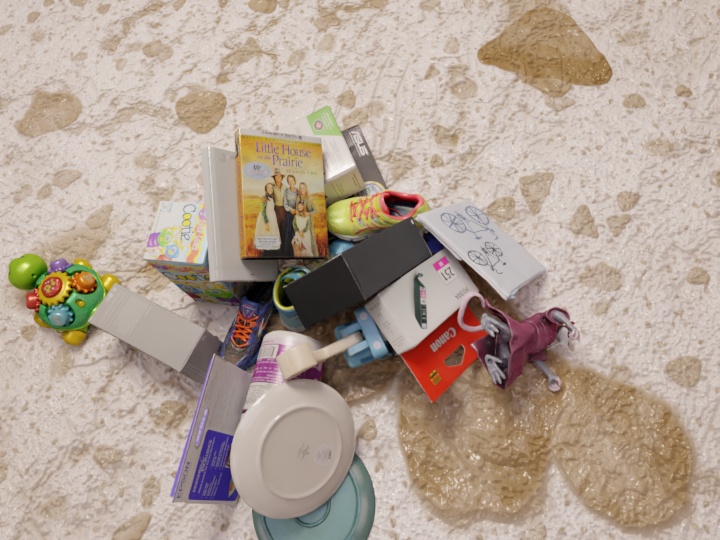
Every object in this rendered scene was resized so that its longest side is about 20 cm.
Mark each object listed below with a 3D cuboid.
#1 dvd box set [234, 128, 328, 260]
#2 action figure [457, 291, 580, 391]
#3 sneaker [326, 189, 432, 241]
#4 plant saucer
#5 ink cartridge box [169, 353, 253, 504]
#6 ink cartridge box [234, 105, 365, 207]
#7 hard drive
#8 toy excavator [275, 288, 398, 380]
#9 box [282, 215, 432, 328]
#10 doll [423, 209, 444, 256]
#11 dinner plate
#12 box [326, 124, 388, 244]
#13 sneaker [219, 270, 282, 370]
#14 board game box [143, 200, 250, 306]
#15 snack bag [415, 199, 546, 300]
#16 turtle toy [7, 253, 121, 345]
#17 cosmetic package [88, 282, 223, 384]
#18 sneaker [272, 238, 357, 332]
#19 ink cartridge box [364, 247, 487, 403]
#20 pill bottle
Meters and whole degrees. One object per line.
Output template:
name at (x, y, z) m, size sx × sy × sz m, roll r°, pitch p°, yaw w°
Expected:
dvd box set at (-0.124, -0.118, 0.868) m, size 0.145 × 0.029 × 0.203 m, roll 0°, pitch 83°, yaw -31°
action figure at (0.257, 0.106, 0.851) m, size 0.198 × 0.135 × 0.149 m, roll -12°, pitch 40°, yaw -37°
sneaker at (0.026, -0.105, 0.930) m, size 0.197 × 0.090 × 0.079 m, roll -4°, pitch 69°, yaw 10°
plant saucer at (-0.076, 0.361, 0.844) m, size 0.197 × 0.027 × 0.203 m, roll -3°, pitch 67°, yaw 7°
ink cartridge box at (-0.217, 0.241, 0.816) m, size 0.043 × 0.200 × 0.200 m, roll 6°, pitch 69°, yaw 15°
ink cartridge box at (-0.112, -0.180, 0.983) m, size 0.198 × 0.084 × 0.147 m, roll -25°, pitch 67°, yaw 4°
hard drive at (-0.188, -0.084, 0.865) m, size 0.026 × 0.131 × 0.203 m, roll -7°, pitch 85°, yaw 36°
toy excavator at (-0.016, 0.115, 0.847) m, size 0.198 × 0.194 × 0.101 m, roll -28°, pitch 78°, yaw 3°
box at (0.000, 0.000, 0.849) m, size 0.199 × 0.141 × 0.079 m, roll -30°, pitch 90°, yaw -49°
doll at (0.104, -0.004, 0.951) m, size 0.135 × 0.049 × 0.202 m, roll -4°, pitch 68°, yaw 7°
dinner plate at (-0.089, 0.260, 0.788) m, size 0.198 × 0.024 × 0.203 m, roll -2°, pitch 93°, yaw -31°
box at (-0.039, -0.163, 1.037) m, size 0.159 × 0.044 × 0.202 m, roll -22°, pitch 67°, yaw 0°
sneaker at (-0.191, 0.079, 0.943) m, size 0.075 × 0.079 × 0.202 m, roll 17°, pitch 71°, yaw 15°
board game box at (-0.264, -0.023, 0.928) m, size 0.102 × 0.200 × 0.106 m, roll 5°, pitch 68°, yaw 9°
snack bag at (0.206, -0.040, 0.902) m, size 0.200 × 0.188 × 0.022 m, roll 45°, pitch 125°, yaw 18°
turtle toy at (-0.554, 0.036, 0.997) m, size 0.198 × 0.101 × 0.147 m, roll 24°, pitch 73°, yaw 16°
cosmetic package at (-0.346, 0.109, 0.939) m, size 0.198 × 0.107 × 0.091 m, roll 26°, pitch 73°, yaw 18°
sneaker at (-0.072, 0.007, 0.927) m, size 0.079 × 0.131 × 0.201 m, roll 30°, pitch 74°, yaw 17°
ink cartridge box at (0.123, 0.076, 0.839) m, size 0.199 × 0.044 × 0.174 m, roll -30°, pitch 83°, yaw -44°
pill bottle at (-0.124, 0.207, 0.857) m, size 0.111 × 0.113 × 0.202 m, roll 7°, pitch 65°, yaw 11°
